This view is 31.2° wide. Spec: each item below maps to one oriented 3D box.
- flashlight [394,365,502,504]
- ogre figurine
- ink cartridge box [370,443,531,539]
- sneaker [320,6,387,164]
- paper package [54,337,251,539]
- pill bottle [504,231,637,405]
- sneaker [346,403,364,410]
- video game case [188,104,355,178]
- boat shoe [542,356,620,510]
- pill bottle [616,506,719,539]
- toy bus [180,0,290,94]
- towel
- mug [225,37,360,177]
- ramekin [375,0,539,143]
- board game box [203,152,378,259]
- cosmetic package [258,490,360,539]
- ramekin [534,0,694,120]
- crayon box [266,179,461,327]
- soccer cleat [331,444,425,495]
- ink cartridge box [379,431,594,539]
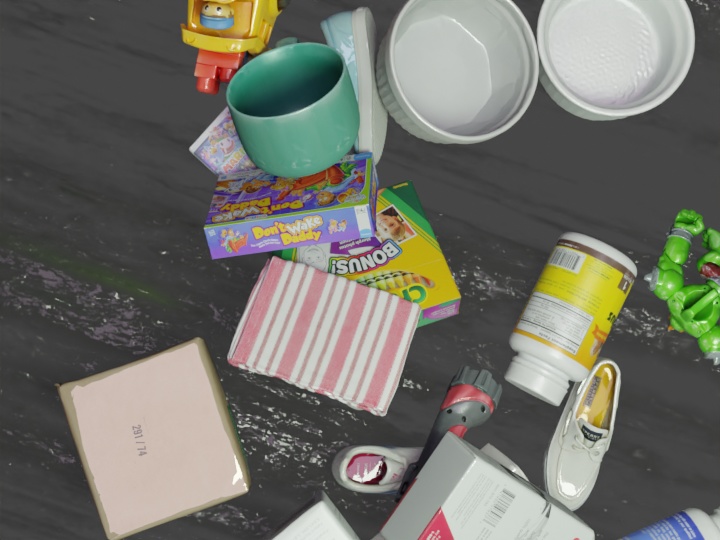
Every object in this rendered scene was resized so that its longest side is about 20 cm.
[{"bbox_3d":[0.112,0.211,1.562,0.068,0.067,0.201,50,47,-28],"label":"flashlight"},{"bbox_3d":[0.440,0.028,1.624,0.120,0.098,0.201,-35,99,-16],"label":"ogre figurine"},{"bbox_3d":[0.133,0.333,1.567,0.200,0.084,0.145,-38,113,-5],"label":"ink cartridge box"},{"bbox_3d":[-0.014,-0.231,1.648,0.081,0.074,0.202,-6,85,19],"label":"sneaker"},{"bbox_3d":[-0.248,0.203,1.576,0.189,0.103,0.202,-19,85,-4],"label":"paper package"},{"bbox_3d":[0.256,0.062,1.605,0.109,0.109,0.201,27,85,0],"label":"pill bottle"},{"bbox_3d":[-0.043,0.091,1.604,0.200,0.083,0.081,41,85,2],"label":"sneaker"},{"bbox_3d":[-0.100,-0.140,1.654,0.200,0.018,0.143,42,85,2],"label":"video game case"},{"bbox_3d":[0.282,0.205,1.613,0.070,0.070,0.201,20,84,-1],"label":"boat shoe"},{"bbox_3d":[0.390,0.360,1.584,0.199,0.112,0.113,-23,86,-3],"label":"pill bottle"},{"bbox_3d":[-0.167,-0.314,1.580,0.135,0.200,0.194,12,91,5],"label":"toy bus"},{"bbox_3d":[-0.041,0.075,1.502,0.198,0.030,0.147,18,65,6],"label":"towel"},{"bbox_3d":[-0.069,-0.196,1.573,0.151,0.115,0.185,11,48,30],"label":"mug"},{"bbox_3d":[0.112,-0.252,1.610,0.198,0.105,0.202,2,84,-18],"label":"ramekin"},{"bbox_3d":[-0.080,-0.080,1.563,0.198,0.135,0.045,-8,121,7],"label":"board game box"},{"bbox_3d":[-0.048,0.395,1.536,0.165,0.165,0.200,-38,86,-5],"label":"cosmetic package"},{"bbox_3d":[0.315,-0.287,1.644,0.199,0.098,0.202,0,86,-2],"label":"ramekin"},{"bbox_3d":[0.000,0.000,1.582,0.198,0.058,0.174,-18,64,-9],"label":"crayon box"},{"bbox_3d":[0.063,0.252,1.592,0.198,0.086,0.071,1,85,-2],"label":"soccer cleat"},{"bbox_3d":[0.146,0.300,1.469,0.199,0.083,0.146,35,91,-25],"label":"ink cartridge box"}]
